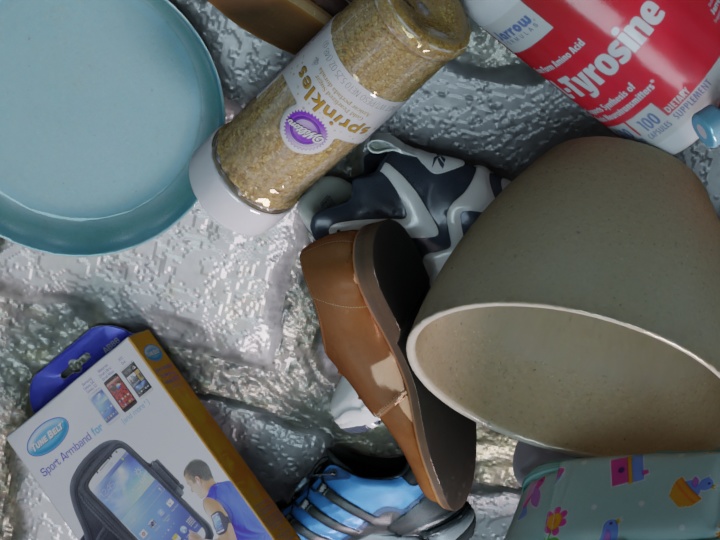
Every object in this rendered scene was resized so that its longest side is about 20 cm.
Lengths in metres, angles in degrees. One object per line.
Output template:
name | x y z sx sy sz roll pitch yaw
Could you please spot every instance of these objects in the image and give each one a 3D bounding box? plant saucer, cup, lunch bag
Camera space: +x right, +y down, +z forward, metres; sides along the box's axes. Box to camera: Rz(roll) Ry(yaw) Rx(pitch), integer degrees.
plant saucer | -0.183 -0.104 1.297 0.199 0.027 0.201 1 115 3
cup | 0.141 0.008 1.207 0.200 0.144 0.200 14 154 7
lunch bag | 0.192 0.182 1.239 0.199 0.077 0.161 -8 136 31

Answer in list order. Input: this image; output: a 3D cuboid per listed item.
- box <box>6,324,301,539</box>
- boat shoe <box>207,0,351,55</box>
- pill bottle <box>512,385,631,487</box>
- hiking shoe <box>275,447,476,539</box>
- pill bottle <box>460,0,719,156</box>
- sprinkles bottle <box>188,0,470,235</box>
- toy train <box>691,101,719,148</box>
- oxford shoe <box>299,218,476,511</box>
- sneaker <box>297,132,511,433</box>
box | -0.146 0.136 1.364 0.119 0.041 0.200 -39 86 18
boat shoe | -0.073 -0.194 1.223 0.200 0.071 0.070 30 158 -26
pill bottle | 0.207 0.154 1.346 0.200 0.114 0.114 40 111 -15
hiking shoe | -0.024 0.163 1.397 0.199 0.074 0.087 -15 100 3
pill bottle | 0.132 -0.165 1.201 0.200 0.112 0.112 36 112 -13
sprinkles bottle | -0.021 -0.100 1.214 0.068 0.068 0.200 39 129 -14
toy train | 0.283 -0.098 1.192 0.200 0.056 0.150 -30 156 -14
oxford shoe | 0.019 0.061 1.265 0.071 0.071 0.201 -8 114 31
sneaker | 0.000 0.000 1.308 0.129 0.080 0.199 30 118 -4
